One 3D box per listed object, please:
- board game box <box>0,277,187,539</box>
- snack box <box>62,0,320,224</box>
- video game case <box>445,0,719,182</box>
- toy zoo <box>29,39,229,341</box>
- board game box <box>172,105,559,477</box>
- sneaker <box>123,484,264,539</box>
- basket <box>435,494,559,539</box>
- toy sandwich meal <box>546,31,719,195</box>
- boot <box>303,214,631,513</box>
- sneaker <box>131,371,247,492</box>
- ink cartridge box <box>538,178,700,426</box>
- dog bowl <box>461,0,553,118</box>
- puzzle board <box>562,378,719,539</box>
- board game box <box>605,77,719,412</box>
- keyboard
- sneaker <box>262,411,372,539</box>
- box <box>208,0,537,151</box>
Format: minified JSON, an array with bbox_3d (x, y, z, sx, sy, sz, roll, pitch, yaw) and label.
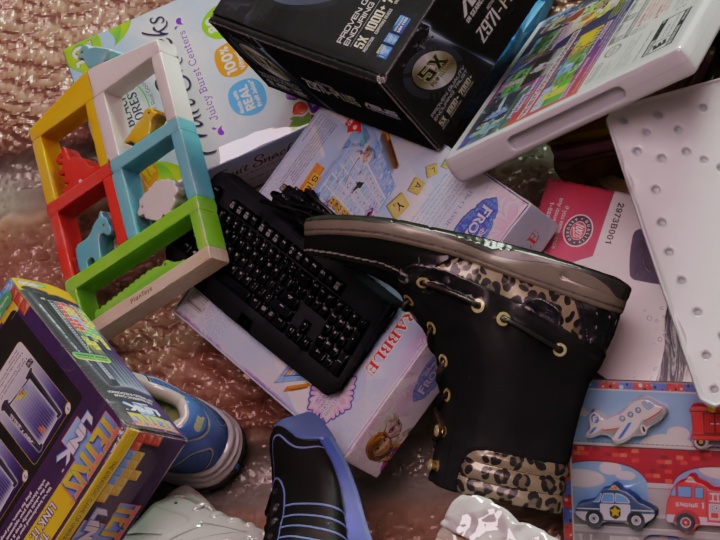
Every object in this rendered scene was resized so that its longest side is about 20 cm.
[{"bbox_3d":[-0.217,0.132,1.702,0.200,0.057,0.165,-56,50,16],"label":"board game box"},{"bbox_3d":[-0.091,-0.128,1.864,0.200,0.053,0.142,-23,61,3],"label":"snack box"},{"bbox_3d":[0.159,-0.141,1.688,0.182,0.023,0.200,-24,19,34],"label":"video game case"},{"bbox_3d":[-0.161,-0.065,1.804,0.131,0.020,0.200,-32,61,31],"label":"toy zoo"},{"bbox_3d":[0.000,0.000,1.731,0.200,0.041,0.200,-54,48,3],"label":"board game box"},{"bbox_3d":[-0.093,0.178,1.701,0.200,0.078,0.099,-8,59,10],"label":"sneaker"},{"bbox_3d":[0.116,0.260,1.535,0.200,0.198,0.161,28,76,25],"label":"basket"},{"bbox_3d":[0.209,-0.129,1.731,0.205,0.070,0.205,-37,23,18],"label":"toy sandwich meal"},{"bbox_3d":[0.049,0.053,1.615,0.204,0.073,0.154,14,92,11],"label":"boot"},{"bbox_3d":[-0.174,0.090,1.764,0.200,0.077,0.076,7,68,21],"label":"sneaker"},{"bbox_3d":[0.198,0.038,1.686,0.200,0.084,0.145,12,69,20],"label":"ink cartridge box"},{"bbox_3d":[0.077,-0.186,1.833,0.111,0.050,0.200,10,56,24],"label":"dog bowl"},{"bbox_3d":[0.217,0.142,1.609,0.200,0.017,0.151,1,100,23],"label":"puzzle board"},{"bbox_3d":[0.270,-0.030,1.602,0.200,0.026,0.200,-15,68,-2],"label":"board game box"},{"bbox_3d":[-0.054,-0.009,1.723,0.200,0.040,0.104,36,93,41],"label":"keyboard"},{"bbox_3d":[-0.036,0.171,1.610,0.078,0.070,0.200,-10,50,-14],"label":"sneaker"},{"bbox_3d":[0.028,-0.200,1.741,0.164,0.086,0.200,24,76,40],"label":"box"}]
